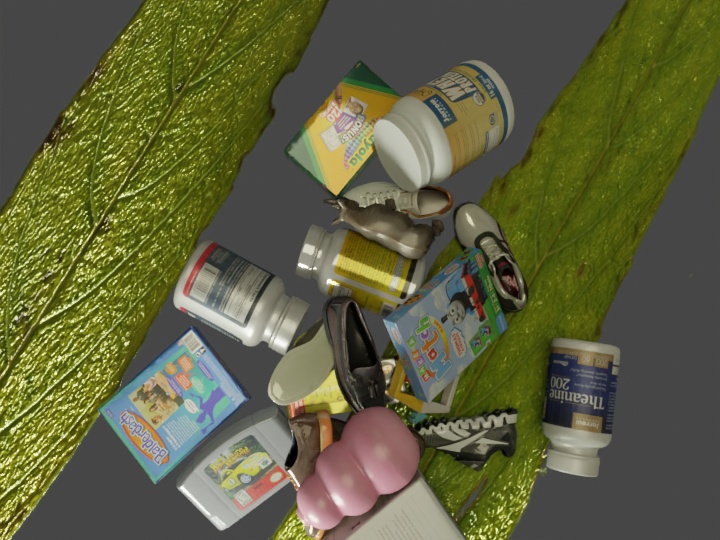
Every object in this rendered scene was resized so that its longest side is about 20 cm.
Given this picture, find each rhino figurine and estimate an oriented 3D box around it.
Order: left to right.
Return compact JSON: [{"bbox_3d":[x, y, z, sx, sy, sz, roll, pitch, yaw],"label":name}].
[{"bbox_3d":[0.029,-0.076,1.152,0.196,0.088,0.061,22,120,9],"label":"rhino figurine"}]

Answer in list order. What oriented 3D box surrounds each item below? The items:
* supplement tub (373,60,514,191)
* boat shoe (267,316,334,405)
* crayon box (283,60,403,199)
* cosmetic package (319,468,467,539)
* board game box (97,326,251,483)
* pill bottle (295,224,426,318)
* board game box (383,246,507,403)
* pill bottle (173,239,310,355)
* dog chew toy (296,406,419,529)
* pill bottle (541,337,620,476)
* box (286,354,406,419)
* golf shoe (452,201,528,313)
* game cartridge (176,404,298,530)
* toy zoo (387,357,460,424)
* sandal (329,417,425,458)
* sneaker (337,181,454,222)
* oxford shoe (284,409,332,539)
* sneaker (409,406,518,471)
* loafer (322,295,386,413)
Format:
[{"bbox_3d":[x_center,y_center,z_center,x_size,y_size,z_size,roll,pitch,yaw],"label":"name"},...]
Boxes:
[{"bbox_3d":[0.132,-0.228,1.172,0.198,0.145,0.146,-33,86,-20],"label":"supplement tub"},{"bbox_3d":[-0.077,0.136,1.159,0.072,0.060,0.202,46,60,-6],"label":"boat shoe"},{"bbox_3d":[-0.021,-0.231,1.232,0.118,0.058,0.201,40,85,3],"label":"crayon box"},{"bbox_3d":[0.056,0.429,1.117,0.198,0.167,0.168,-36,86,-5],"label":"cosmetic package"},{"bbox_3d":[-0.299,0.215,1.191,0.199,0.045,0.153,-40,87,-5],"label":"board game box"},{"bbox_3d":[0.000,0.000,1.184,0.195,0.112,0.115,20,84,0],"label":"pill bottle"},{"bbox_3d":[0.138,0.084,1.151,0.199,0.036,0.154,-37,117,-25],"label":"board game box"},{"bbox_3d":[-0.185,0.049,1.172,0.197,0.120,0.122,28,85,1],"label":"pill bottle"},{"bbox_3d":[-0.009,0.293,1.064,0.199,0.125,0.125,-39,87,-9],"label":"dog chew toy"},{"bbox_3d":[0.348,0.216,1.171,0.108,0.111,0.206,8,84,0],"label":"pill bottle"},{"bbox_3d":[-0.025,0.191,1.196,0.194,0.050,0.077,-9,86,-1],"label":"box"},{"bbox_3d":[0.221,-0.028,1.205,0.076,0.088,0.203,-29,85,-2],"label":"golf shoe"},{"bbox_3d":[-0.182,0.307,1.154,0.198,0.041,0.134,-37,113,0],"label":"game cartridge"},{"bbox_3d":[0.114,0.147,1.180,0.129,0.020,0.205,22,84,-38],"label":"toy zoo"},{"bbox_3d":[0.005,0.279,1.163,0.194,0.055,0.083,9,125,7],"label":"sandal"},{"bbox_3d":[0.058,-0.116,1.211,0.194,0.085,0.075,-5,86,0],"label":"sneaker"},{"bbox_3d":[-0.085,0.317,1.134,0.071,0.071,0.206,-2,96,-20],"label":"oxford shoe"},{"bbox_3d":[0.164,0.280,1.184,0.194,0.066,0.093,-7,83,-4],"label":"sneaker"},{"bbox_3d":[-0.003,0.137,1.129,0.071,0.063,0.205,-22,94,-32],"label":"loafer"}]
